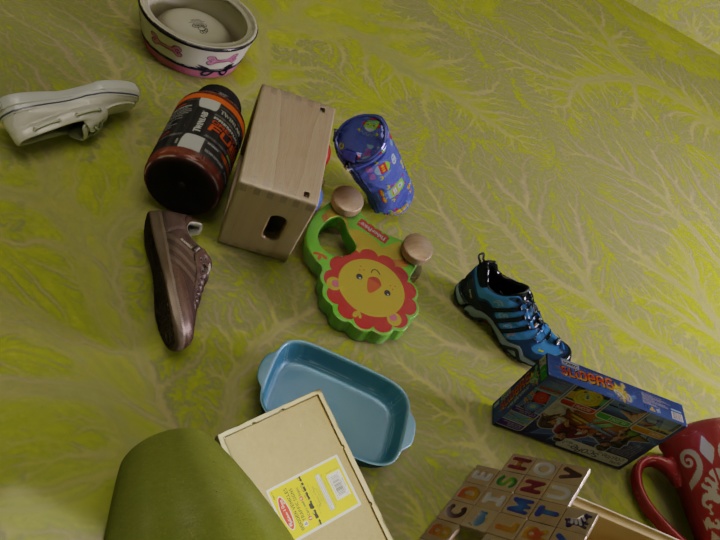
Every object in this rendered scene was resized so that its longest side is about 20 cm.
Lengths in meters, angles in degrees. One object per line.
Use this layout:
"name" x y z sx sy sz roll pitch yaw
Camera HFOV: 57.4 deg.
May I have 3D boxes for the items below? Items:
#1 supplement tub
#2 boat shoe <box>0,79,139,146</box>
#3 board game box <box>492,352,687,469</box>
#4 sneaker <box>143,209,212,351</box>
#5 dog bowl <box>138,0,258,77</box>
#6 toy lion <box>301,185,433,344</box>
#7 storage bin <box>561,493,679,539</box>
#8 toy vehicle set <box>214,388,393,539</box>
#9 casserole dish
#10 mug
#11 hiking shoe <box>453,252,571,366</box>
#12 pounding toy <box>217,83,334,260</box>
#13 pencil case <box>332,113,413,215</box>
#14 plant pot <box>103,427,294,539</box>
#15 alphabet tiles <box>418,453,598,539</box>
"supplement tub" -0.223 -0.179 0.920 0.106 0.107 0.201 19 46 -12
"boat shoe" -0.389 -0.209 0.899 0.199 0.073 0.067 -25 93 -41
"board game box" 0.290 0.187 0.849 0.198 0.136 0.035 22 45 -10
"sneaker" -0.210 0.003 0.792 0.075 0.071 0.201 0 53 -29
"dog bowl" -0.279 -0.408 1.116 0.198 0.074 0.201 15 46 -16
"toy lion" 0.000 0.000 0.920 0.199 0.069 0.192 35 52 5
"storage bin" 0.269 0.375 0.701 0.197 0.094 0.201 25 45 -7
"toy vehicle set" -0.053 0.236 0.669 0.123 0.027 0.201 -18 70 -27
"casserole dish" -0.031 0.160 0.772 0.198 0.039 0.122 25 45 -5
"mug" 0.467 0.318 0.861 0.133 0.176 0.202 42 35 -44
"hiking shoe" 0.230 0.067 0.955 0.199 0.087 0.074 37 45 6
"pounding toy" -0.100 -0.123 0.901 0.141 0.200 0.186 16 61 -14
"pencil case" 0.023 -0.150 0.975 0.078 0.200 0.087 34 83 24
"plant pot" -0.143 0.244 0.561 0.186 0.188 0.200 -3 38 -30
"alphabet tiles" 0.167 0.269 0.715 0.200 0.166 0.008 -35 114 -43
